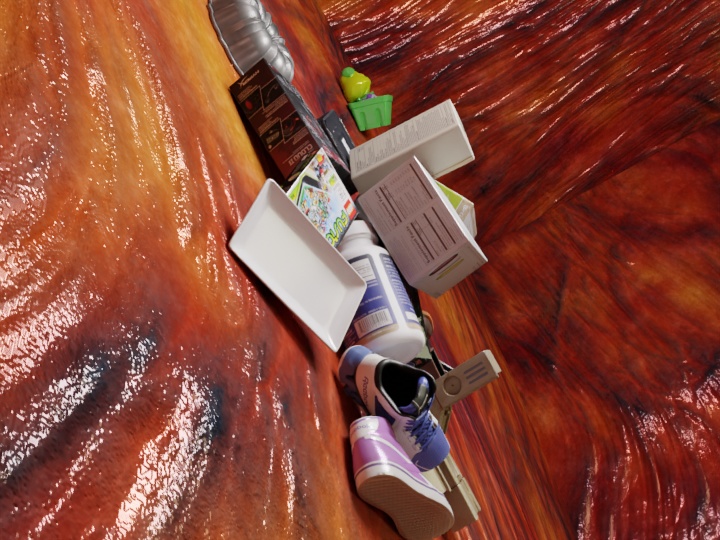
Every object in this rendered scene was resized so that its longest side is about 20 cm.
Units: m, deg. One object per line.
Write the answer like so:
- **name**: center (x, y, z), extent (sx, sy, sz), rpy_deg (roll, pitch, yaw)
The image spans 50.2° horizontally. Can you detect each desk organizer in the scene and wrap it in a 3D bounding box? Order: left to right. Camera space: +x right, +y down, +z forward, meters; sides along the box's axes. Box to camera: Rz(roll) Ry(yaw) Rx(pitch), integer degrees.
- **desk organizer**: center (0.114, 0.179, 1.365), extent (0.073, 0.076, 0.200), rpy_deg (63, 11, 4)

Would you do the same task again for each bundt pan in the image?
- **bundt pan**: center (-0.179, -0.396, 1.334), extent (0.205, 0.074, 0.203), rpy_deg (60, 11, -20)

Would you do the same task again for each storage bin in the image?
- **storage bin**: center (-0.061, -0.200, 1.384), extent (0.137, 0.092, 0.201), rpy_deg (60, 13, -13)

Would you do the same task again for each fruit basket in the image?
- **fruit basket**: center (0.020, -0.553, 2.443), extent (0.215, 0.151, 0.222), rpy_deg (-10, 90, -81)

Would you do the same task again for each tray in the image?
- **tray**: center (-0.074, -0.003, 0.924), extent (0.200, 0.022, 0.109), rpy_deg (48, 54, -30)

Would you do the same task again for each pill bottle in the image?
- **pill bottle**: center (0.009, 0.038, 1.113), extent (0.116, 0.114, 0.204), rpy_deg (41, 26, -61)

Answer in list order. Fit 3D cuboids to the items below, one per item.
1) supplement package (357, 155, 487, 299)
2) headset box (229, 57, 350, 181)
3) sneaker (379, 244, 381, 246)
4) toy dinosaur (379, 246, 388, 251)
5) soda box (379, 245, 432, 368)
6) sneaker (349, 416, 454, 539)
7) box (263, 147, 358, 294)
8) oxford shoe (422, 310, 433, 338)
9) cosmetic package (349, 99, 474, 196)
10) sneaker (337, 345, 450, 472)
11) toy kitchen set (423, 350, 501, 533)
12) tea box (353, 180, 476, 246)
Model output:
- **supplement package**: center (0.102, -0.059, 1.199), extent (0.158, 0.110, 0.200), rpy_deg (58, 11, 16)
- **headset box**: center (-0.102, -0.208, 1.199), extent (0.202, 0.074, 0.148), rpy_deg (57, 10, 13)
- **sneaker**: center (0.027, -0.026, 1.434), extent (0.086, 0.073, 0.200), rpy_deg (64, 11, 9)
- **toy dinosaur**: center (0.000, 0.000, 1.243), extent (0.059, 0.108, 0.201), rpy_deg (11, 27, -22)
- **soda box**: center (0.057, 0.065, 1.269), extent (0.069, 0.063, 0.204), rpy_deg (10, 55, -31)
- **sneaker**: center (0.051, 0.249, 0.950), extent (0.202, 0.072, 0.116), rpy_deg (54, 12, -40)
- **box**: center (-0.071, -0.066, 1.014), extent (0.111, 0.034, 0.201), rpy_deg (58, 34, -23)
- **oxford shoe**: center (0.090, 0.109, 1.480), extent (0.200, 0.070, 0.075), rpy_deg (39, 45, -54)
- **cosmetic package**: center (0.082, -0.193, 1.285), extent (0.074, 0.196, 0.105), rpy_deg (55, 17, -32)
- **sneaker**: center (0.059, 0.184, 0.985), extent (0.201, 0.081, 0.114), rpy_deg (53, -26, -19)
- **toy kitchen set**: center (0.153, 0.251, 1.120), extent (0.203, 0.178, 0.163), rpy_deg (61, 12, 12)
- **tea box**: center (0.104, -0.087, 1.435), extent (0.194, 0.135, 0.200), rpy_deg (33, -5, 15)
